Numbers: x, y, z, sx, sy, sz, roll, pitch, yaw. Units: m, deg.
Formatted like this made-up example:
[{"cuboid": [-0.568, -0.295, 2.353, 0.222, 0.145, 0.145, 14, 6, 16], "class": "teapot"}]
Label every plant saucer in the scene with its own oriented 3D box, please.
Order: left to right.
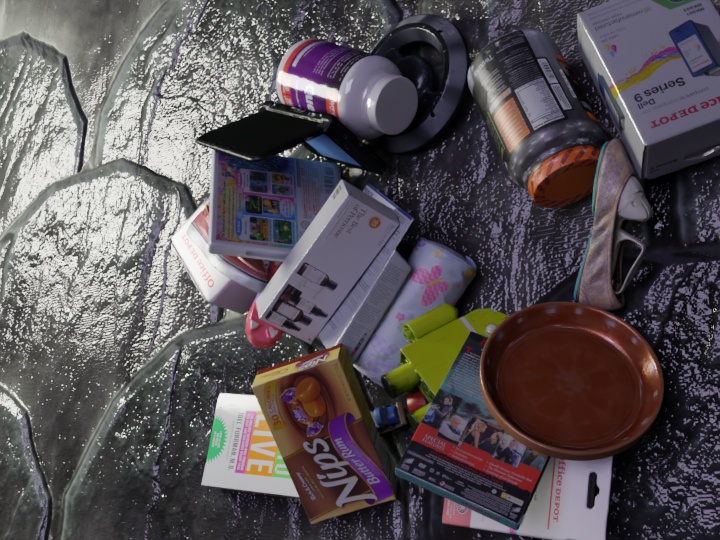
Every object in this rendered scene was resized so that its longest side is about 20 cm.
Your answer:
[{"cuboid": [0.231, 0.121, 1.138, 0.199, 0.032, 0.201, 0, 51, 1], "class": "plant saucer"}]

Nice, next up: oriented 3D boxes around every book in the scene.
[{"cuboid": [-0.125, 0.240, 1.418, 0.199, 0.048, 0.134, -3, 72, 37], "class": "book"}]

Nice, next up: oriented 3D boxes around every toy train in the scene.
[{"cuboid": [0.083, 0.168, 1.290, 0.200, 0.046, 0.034, -26, 62, 26], "class": "toy train"}]

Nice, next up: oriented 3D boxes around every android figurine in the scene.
[{"cuboid": [0.131, 0.115, 1.220, 0.199, 0.041, 0.182, -25, 55, -15], "class": "android figurine"}]

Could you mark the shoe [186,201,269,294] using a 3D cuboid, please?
[{"cuboid": [-0.166, -0.048, 1.402, 0.091, 0.071, 0.200, -58, 41, 7], "class": "shoe"}]

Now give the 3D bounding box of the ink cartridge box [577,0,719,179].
[{"cuboid": [0.351, -0.223, 1.177, 0.145, 0.088, 0.201, -20, 65, 5], "class": "ink cartridge box"}]

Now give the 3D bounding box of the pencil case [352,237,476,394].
[{"cuboid": [0.068, 0.059, 1.310, 0.090, 0.083, 0.200, 28, 93, -7], "class": "pencil case"}]

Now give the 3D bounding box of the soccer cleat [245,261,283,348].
[{"cuboid": [-0.104, 0.015, 1.425, 0.067, 0.076, 0.201, 25, 72, -5], "class": "soccer cleat"}]

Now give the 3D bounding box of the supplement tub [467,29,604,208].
[{"cuboid": [0.218, -0.184, 1.259, 0.122, 0.122, 0.201, -32, 60, 23], "class": "supplement tub"}]

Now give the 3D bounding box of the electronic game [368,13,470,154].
[{"cuboid": [0.070, -0.260, 1.437, 0.200, 0.042, 0.201, -12, 71, 40], "class": "electronic game"}]

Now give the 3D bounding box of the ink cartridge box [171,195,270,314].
[{"cuboid": [-0.164, -0.058, 1.511, 0.200, 0.083, 0.147, -46, 55, 14], "class": "ink cartridge box"}]

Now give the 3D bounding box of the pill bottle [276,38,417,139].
[{"cuboid": [-0.018, -0.245, 1.407, 0.200, 0.112, 0.113, 26, 91, 44], "class": "pill bottle"}]

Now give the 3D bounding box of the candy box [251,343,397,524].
[{"cuboid": [-0.042, 0.203, 1.274, 0.116, 0.056, 0.201, -18, 104, 10], "class": "candy box"}]

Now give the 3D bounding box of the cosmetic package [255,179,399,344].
[{"cuboid": [-0.043, -0.008, 1.299, 0.200, 0.082, 0.051, -54, 27, 18], "class": "cosmetic package"}]

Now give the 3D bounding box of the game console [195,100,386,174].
[{"cuboid": [-0.095, -0.159, 1.401, 0.117, 0.176, 0.200, -56, 35, -6], "class": "game console"}]

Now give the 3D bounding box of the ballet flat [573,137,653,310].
[{"cuboid": [0.298, -0.049, 1.185, 0.067, 0.068, 0.201, 15, 105, 32], "class": "ballet flat"}]

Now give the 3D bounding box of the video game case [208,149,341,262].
[{"cuboid": [-0.111, -0.087, 1.388, 0.200, 0.181, 0.024, -96, 17, -45], "class": "video game case"}]

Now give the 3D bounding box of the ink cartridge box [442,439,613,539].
[{"cuboid": [0.199, 0.244, 1.172, 0.199, 0.067, 0.117, 0, 75, 36], "class": "ink cartridge box"}]

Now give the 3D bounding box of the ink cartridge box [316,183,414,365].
[{"cuboid": [0.000, 0.000, 1.353, 0.200, 0.043, 0.196, -57, 24, 7], "class": "ink cartridge box"}]

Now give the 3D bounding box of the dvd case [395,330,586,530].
[{"cuboid": [0.146, 0.170, 1.137, 0.146, 0.022, 0.200, 21, 57, 18], "class": "dvd case"}]
